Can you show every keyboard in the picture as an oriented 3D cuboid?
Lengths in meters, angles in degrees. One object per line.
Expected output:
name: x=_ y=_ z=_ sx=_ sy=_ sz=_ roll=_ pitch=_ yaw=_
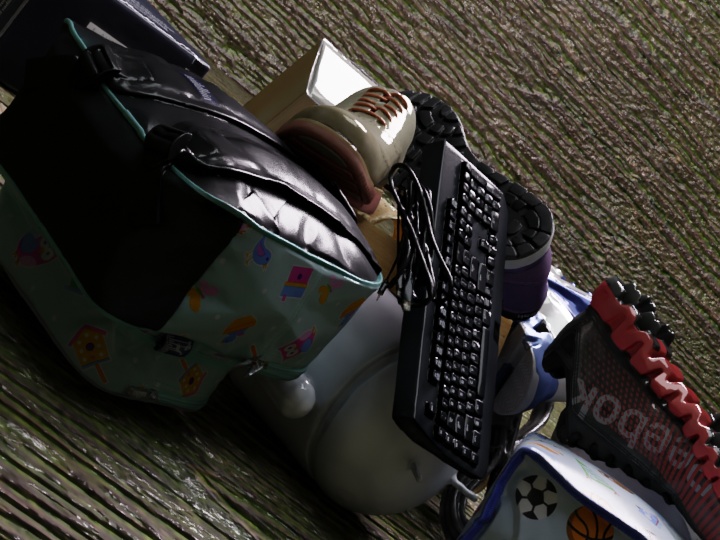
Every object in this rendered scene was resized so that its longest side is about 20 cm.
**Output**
keyboard: x=0.057 y=0.011 z=0.885 sx=0.104 sy=0.039 sz=0.202 roll=33 pitch=48 yaw=-33

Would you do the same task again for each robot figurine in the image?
robot figurine: x=-0.006 y=0.069 z=0.937 sx=0.169 sy=0.114 sz=0.200 roll=8 pitch=30 yaw=-49

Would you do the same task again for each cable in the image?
cable: x=0.095 y=0.125 z=1.123 sx=0.097 sy=0.050 sz=0.202 roll=41 pitch=48 yaw=-32

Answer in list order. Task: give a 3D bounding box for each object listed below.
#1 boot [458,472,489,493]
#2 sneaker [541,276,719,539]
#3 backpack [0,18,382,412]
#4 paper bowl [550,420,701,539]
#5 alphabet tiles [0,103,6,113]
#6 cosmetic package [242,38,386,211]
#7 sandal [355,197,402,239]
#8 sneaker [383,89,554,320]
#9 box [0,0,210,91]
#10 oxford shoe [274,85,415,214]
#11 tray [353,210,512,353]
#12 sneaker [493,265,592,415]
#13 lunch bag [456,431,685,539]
boot: x=0.078 y=0.062 z=1.228 sx=0.071 sy=0.202 sz=0.155 roll=-5 pitch=33 yaw=-13
sneaker: x=0.182 y=0.106 z=0.968 sx=0.202 sy=0.098 sz=0.071 roll=61 pitch=14 yaw=25
backpack: x=-0.092 y=-0.017 z=0.816 sx=0.176 sy=0.154 sz=0.199 roll=44 pitch=18 yaw=33
paper bowl: x=0.190 y=0.191 z=1.071 sx=0.201 sy=0.103 sz=0.203 roll=46 pitch=-37 yaw=51
alphabet tiles: x=-0.270 y=-0.110 z=1.058 sx=0.200 sy=0.008 sz=0.167 roll=39 pitch=7 yaw=-28
cosmetic package: x=-0.062 y=-0.074 z=1.166 sx=0.105 sy=0.199 sz=0.072 roll=39 pitch=39 yaw=-24
sandal: x=0.001 y=-0.022 z=1.157 sx=0.077 sy=0.070 sz=0.211 roll=16 pitch=-20 yaw=-36
sneaker: x=0.058 y=-0.041 z=1.047 sx=0.200 sy=0.075 sz=0.088 roll=52 pitch=-19 yaw=39
box: x=-0.269 y=-0.225 z=1.340 sx=0.196 sy=0.118 sz=0.200 roll=33 pitch=11 yaw=-49
oxford shoe: x=-0.005 y=-0.085 z=0.926 sx=0.070 sy=0.074 sz=0.200 roll=34 pitch=0 yaw=2
tray: x=0.000 y=0.000 z=1.046 sx=0.199 sy=0.037 sz=0.098 roll=35 pitch=-20 yaw=-25
sneaker: x=0.128 y=0.026 z=1.128 sx=0.114 sy=0.081 sz=0.201 roll=10 pitch=46 yaw=-31
lunch bag: x=0.150 y=0.199 z=0.903 sx=0.199 sy=0.125 sz=0.170 roll=34 pitch=5 yaw=8
